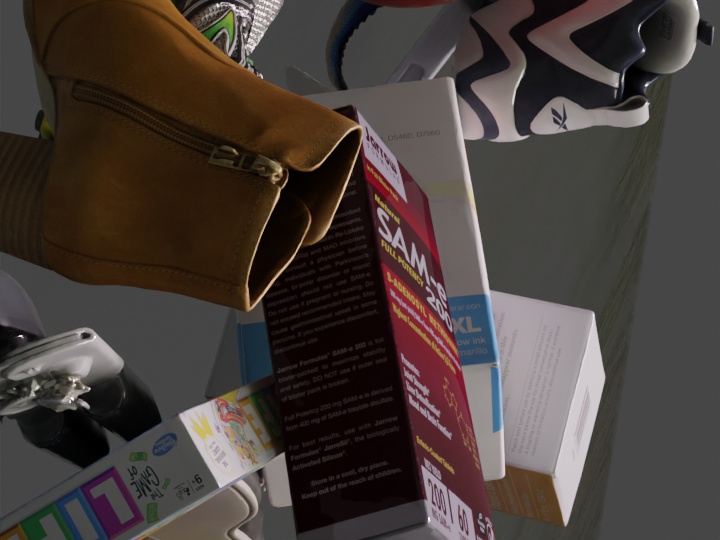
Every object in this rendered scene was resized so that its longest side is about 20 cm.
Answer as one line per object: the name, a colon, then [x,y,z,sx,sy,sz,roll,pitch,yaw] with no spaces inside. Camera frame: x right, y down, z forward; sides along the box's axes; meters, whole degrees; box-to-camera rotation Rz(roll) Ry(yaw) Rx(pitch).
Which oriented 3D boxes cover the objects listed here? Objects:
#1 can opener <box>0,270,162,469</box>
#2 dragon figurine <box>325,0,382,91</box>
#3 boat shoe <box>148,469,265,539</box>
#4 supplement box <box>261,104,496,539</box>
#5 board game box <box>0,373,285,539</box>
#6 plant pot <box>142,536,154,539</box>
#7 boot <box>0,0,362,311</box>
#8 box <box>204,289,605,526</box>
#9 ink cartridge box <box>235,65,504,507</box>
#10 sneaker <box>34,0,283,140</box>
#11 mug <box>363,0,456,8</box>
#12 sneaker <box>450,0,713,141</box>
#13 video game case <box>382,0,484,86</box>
can opener: [-0.121,0.042,0.920,0.200,0.053,0.066,70,-2,-75]
dragon figurine: [0.033,-0.191,1.277,0.059,0.099,0.200,-21,122,-74]
boat shoe: [-0.083,0.113,1.167,0.200,0.067,0.057,83,2,-68]
supplement box: [0.004,0.041,0.981,0.109,0.061,0.200,47,29,-59]
board game box: [-0.092,0.094,0.960,0.034,0.134,0.200,59,15,4]
plant pot: [-0.058,0.282,1.158,0.177,0.200,0.200,-61,162,-19]
boot: [-0.066,-0.071,0.867,0.071,0.144,0.201,86,20,-53]
box: [0.029,0.065,1.270,0.124,0.200,0.098,65,40,-68]
ink cartridge box: [0.000,0.000,1.156,0.129,0.125,0.200,82,1,-58]
sneaker: [-0.070,-0.075,0.977,0.200,0.085,0.078,-65,162,-46]
mug: [0.040,-0.244,1.117,0.200,0.177,0.133,74,28,-55]
sneaker: [0.131,-0.154,1.206,0.079,0.130,0.199,76,25,-51]
video game case: [0.038,-0.127,1.350,0.182,0.023,0.200,-51,-178,31]
